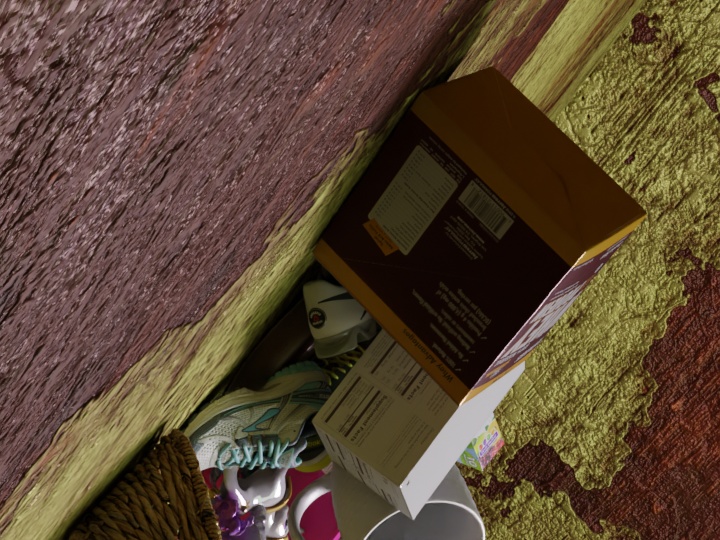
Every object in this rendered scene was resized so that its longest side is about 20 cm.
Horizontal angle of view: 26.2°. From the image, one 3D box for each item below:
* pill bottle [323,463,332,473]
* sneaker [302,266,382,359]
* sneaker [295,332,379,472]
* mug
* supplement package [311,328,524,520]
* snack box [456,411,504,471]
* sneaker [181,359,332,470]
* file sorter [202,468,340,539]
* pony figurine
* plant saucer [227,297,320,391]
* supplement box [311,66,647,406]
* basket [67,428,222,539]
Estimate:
[{"bbox_3d":[-0.036,0.221,2.091,0.113,0.200,0.112,-50,176,-5],"label":"pill bottle"},{"bbox_3d":[0.004,0.015,1.540,0.074,0.089,0.200,-18,-174,26],"label":"sneaker"},{"bbox_3d":[-0.020,0.121,1.655,0.201,0.074,0.085,-58,144,-14],"label":"sneaker"},{"bbox_3d":[0.016,0.253,1.683,0.199,0.176,0.148,-21,129,-3],"label":"mug"},{"bbox_3d":[0.063,0.122,1.531,0.200,0.111,0.156,-51,162,-12],"label":"supplement package"},{"bbox_3d":[0.057,0.136,1.756,0.053,0.199,0.143,-47,134,-27],"label":"snack box"},{"bbox_3d":[-0.098,0.160,1.523,0.199,0.086,0.078,-26,156,-32],"label":"sneaker"},{"bbox_3d":[-0.074,0.268,1.903,0.139,0.200,0.125,-52,153,22],"label":"file sorter"},{"bbox_3d":[-0.134,0.257,1.728,0.192,0.166,0.201,-15,127,-35],"label":"pony figurine"},{"bbox_3d":[-0.062,0.080,1.632,0.200,0.032,0.200,-45,169,-11],"label":"plant saucer"},{"bbox_3d":[0.103,-0.032,1.368,0.133,0.197,0.200,-27,158,-53],"label":"supplement box"},{"bbox_3d":[-0.179,0.263,1.389,0.149,0.143,0.200,-46,174,-36],"label":"basket"}]
